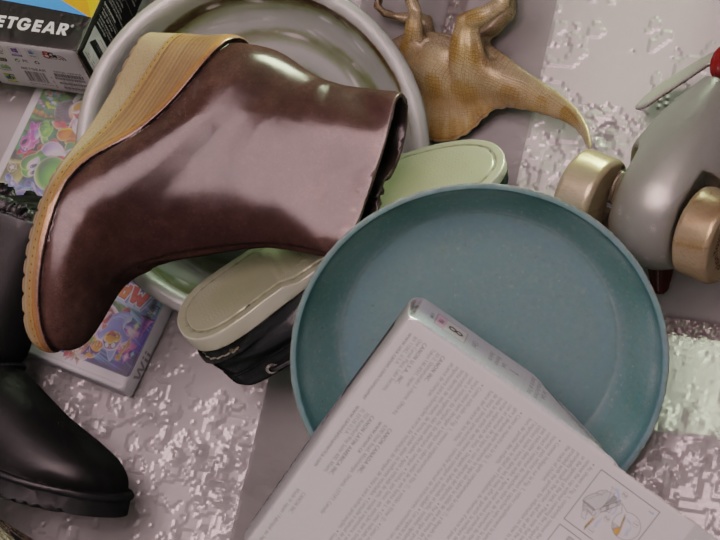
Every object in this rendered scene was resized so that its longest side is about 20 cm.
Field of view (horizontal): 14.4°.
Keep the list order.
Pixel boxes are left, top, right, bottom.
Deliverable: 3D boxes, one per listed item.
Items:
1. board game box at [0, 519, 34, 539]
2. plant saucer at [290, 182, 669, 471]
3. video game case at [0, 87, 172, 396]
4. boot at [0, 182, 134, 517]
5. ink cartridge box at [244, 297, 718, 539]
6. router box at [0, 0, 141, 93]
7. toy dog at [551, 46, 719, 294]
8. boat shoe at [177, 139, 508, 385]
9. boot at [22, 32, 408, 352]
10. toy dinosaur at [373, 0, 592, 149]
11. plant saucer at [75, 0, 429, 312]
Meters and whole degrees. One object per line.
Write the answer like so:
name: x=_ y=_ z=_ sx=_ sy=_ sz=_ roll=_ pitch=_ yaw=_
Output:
board game box: x=-0.183 y=0.210 z=1.488 sx=0.097 sy=0.200 sz=0.159 roll=-46 pitch=64 yaw=-2
plant saucer: x=0.063 y=0.043 z=1.507 sx=0.200 sy=0.036 sz=0.200 roll=1 pitch=111 yaw=2
video game case: x=-0.153 y=-0.040 z=1.672 sx=0.143 sy=0.018 sz=0.200 roll=20 pitch=79 yaw=24
boot: x=-0.197 y=0.038 z=1.607 sx=0.198 sy=0.073 sz=0.163 roll=19 pitch=96 yaw=30
ink cartridge box: x=0.062 y=0.135 z=1.483 sx=0.200 sy=0.057 sz=0.163 roll=34 pitch=108 yaw=-3
router box: x=-0.225 y=-0.188 z=1.717 sx=0.200 sy=0.051 sz=0.149 roll=8 pitch=60 yaw=21
toy dog: x=0.191 y=-0.063 z=1.537 sx=0.200 sy=0.096 sz=0.132 roll=-37 pitch=59 yaw=-14
boat shoe: x=0.000 y=0.001 z=1.553 sx=0.199 sy=0.066 sz=0.075 roll=-33 pitch=35 yaw=0
boot: x=-0.080 y=-0.030 z=1.528 sx=0.166 sy=0.072 sz=0.200 roll=18 pitch=78 yaw=24
toy dinosaur: x=0.063 y=-0.121 z=1.617 sx=0.200 sy=0.058 sz=0.101 roll=12 pitch=90 yaw=31
plant saucer: x=-0.059 y=-0.068 z=1.611 sx=0.200 sy=0.050 sz=0.200 roll=0 pitch=90 yaw=4
